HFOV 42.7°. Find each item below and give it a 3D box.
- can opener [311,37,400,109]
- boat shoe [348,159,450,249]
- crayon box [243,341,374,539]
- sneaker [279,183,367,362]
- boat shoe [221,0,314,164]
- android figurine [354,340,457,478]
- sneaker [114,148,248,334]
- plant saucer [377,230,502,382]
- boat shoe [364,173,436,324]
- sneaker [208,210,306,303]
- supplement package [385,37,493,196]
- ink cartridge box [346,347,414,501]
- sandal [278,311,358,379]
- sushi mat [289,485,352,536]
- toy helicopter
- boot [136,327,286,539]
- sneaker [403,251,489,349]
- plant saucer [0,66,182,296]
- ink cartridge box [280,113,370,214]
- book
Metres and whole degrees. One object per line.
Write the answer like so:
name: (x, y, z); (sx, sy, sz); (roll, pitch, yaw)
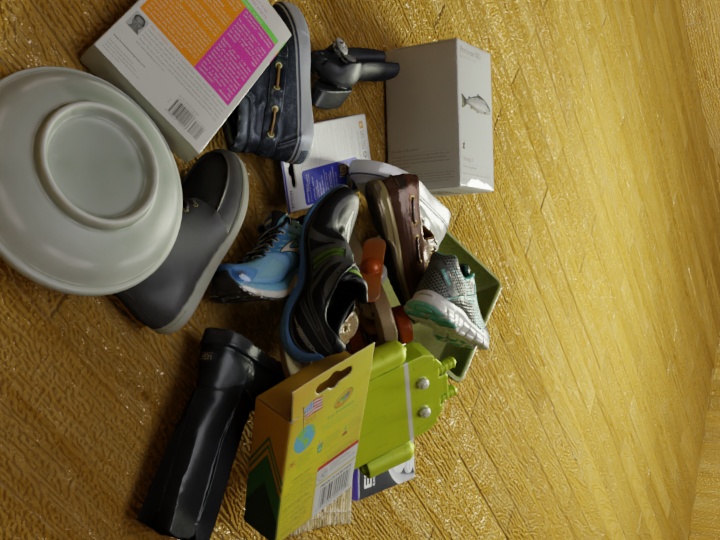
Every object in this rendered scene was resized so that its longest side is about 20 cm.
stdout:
can opener: (-0.010, -0.261, 1.178); (0.063, 0.079, 0.200); (46, 33, 6)
boat shoe: (0.048, -0.078, 1.180); (0.200, 0.072, 0.066); (35, 66, -53)
crayon box: (-0.052, 0.166, 0.941); (0.127, 0.051, 0.201); (-27, 136, -45)
sneaker: (-0.025, 0.003, 0.962); (0.071, 0.082, 0.201); (50, 44, -51)
boat shoe: (-0.106, -0.213, 0.998); (0.090, 0.071, 0.202); (5, 64, -29)
android figurine: (0.029, 0.160, 1.080); (0.199, 0.041, 0.183); (-21, 127, -22)
sneaker: (-0.176, -0.051, 0.870); (0.106, 0.074, 0.201); (47, 51, -46)
plant saucer: (0.084, 0.028, 1.254); (0.200, 0.048, 0.200); (41, 48, -12)
boat shoe: (0.062, -0.025, 1.127); (0.072, 0.067, 0.201); (-124, -163, -61)
sneaker: (-0.101, -0.017, 0.995); (0.200, 0.078, 0.091); (-25, 108, -63)
supplement package: (0.113, -0.210, 1.304); (0.117, 0.117, 0.202); (-2, 90, -57)
ink cartridge box: (0.004, 0.186, 1.183); (0.199, 0.043, 0.200); (-2, 91, -57)
sandal: (-0.036, 0.053, 1.029); (0.078, 0.069, 0.212); (62, 18, -23)
sushi mat: (-0.043, 0.209, 1.098); (0.095, 0.012, 0.202); (3, 89, -40)
toy helicopter: (0.000, 0.000, 1.098); (0.132, 0.078, 0.201); (95, -25, -67)
boot: (-0.134, 0.182, 0.937); (0.165, 0.065, 0.201); (41, 54, -47)
sneaker: (0.122, 0.039, 1.137); (0.200, 0.077, 0.092); (43, 62, -62)
plant saucer: (-0.224, -0.081, 0.761); (0.199, 0.050, 0.202); (18, 64, -40)
ink cartridge box: (-0.049, -0.132, 1.117); (0.200, 0.037, 0.095); (-27, 112, -58)
book: (-0.159, -0.218, 0.893); (0.134, 0.048, 0.201); (46, 50, -20)
